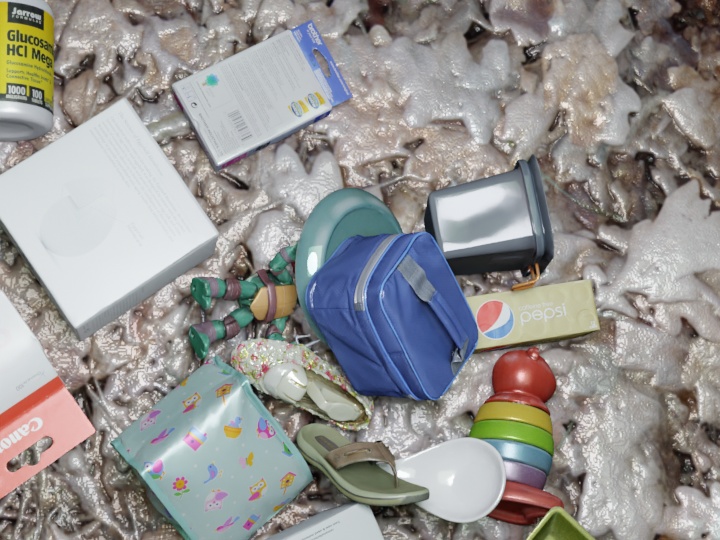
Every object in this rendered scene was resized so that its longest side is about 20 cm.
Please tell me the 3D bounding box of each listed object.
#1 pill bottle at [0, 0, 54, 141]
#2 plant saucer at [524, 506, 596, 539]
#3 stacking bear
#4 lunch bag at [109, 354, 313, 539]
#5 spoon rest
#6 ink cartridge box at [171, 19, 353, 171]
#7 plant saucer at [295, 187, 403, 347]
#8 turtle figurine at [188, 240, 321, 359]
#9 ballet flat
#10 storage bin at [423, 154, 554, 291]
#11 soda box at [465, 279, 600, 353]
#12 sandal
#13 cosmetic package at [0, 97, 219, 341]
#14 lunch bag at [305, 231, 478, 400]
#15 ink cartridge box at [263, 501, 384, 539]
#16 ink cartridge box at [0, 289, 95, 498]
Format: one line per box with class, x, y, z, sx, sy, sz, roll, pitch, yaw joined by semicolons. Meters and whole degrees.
pill bottle;-0.425;-0.265;1.618;0.112;0.112;0.201;-1;80;-10
plant saucer;0.229;0.410;1.566;0.200;0.048;0.200;43;81;-4
stacking bear;0.190;0.194;1.644;0.113;0.121;0.201;16;68;-13
lunch bag;-0.163;0.229;1.563;0.170;0.122;0.200;-41;123;-15
spoon rest;0.076;0.247;1.577;0.199;0.061;0.100;-8;66;28
ink cartridge box;-0.123;-0.221;1.699;0.199;0.042;0.120;-28;85;-11
plant saucer;0.000;0.000;1.623;0.200;0.027;0.201;2;88;-49
turtle figurine;-0.107;0.040;1.622;0.199;0.101;0.150;-10;99;-29
ballet flat;-0.060;0.136;1.592;0.199;0.064;0.076;24;110;-29
storage bin;0.152;-0.043;1.643;0.134;0.200;0.146;-11;81;0
soda box;0.193;0.061;1.688;0.199;0.064;0.068;-8;81;-10
sandal;-0.003;0.215;1.545;0.080;0.201;0.058;-3;113;-44
cosmetic package;-0.305;-0.058;1.594;0.200;0.123;0.200;-34;86;-13
lunch bag;0.049;0.060;1.558;0.136;0.132;0.200;-53;125;-34
ink cartridge box;-0.036;0.386;1.532;0.144;0.145;0.201;-21;84;-27
ink cartridge box;-0.431;0.148;1.573;0.162;0.057;0.200;-35;82;-14
